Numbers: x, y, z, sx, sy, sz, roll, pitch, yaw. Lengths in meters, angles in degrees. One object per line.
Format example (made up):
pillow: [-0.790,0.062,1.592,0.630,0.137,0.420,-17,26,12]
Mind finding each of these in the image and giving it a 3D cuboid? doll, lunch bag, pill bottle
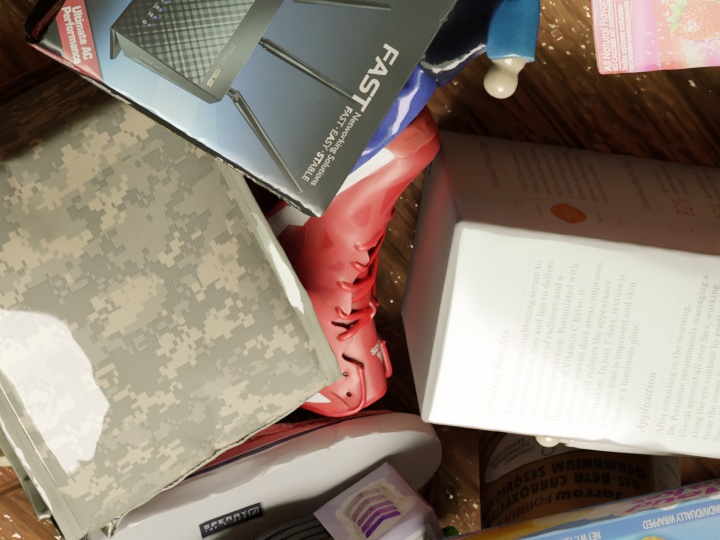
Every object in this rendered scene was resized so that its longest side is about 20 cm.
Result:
doll: [0.020,-0.126,1.199,0.200,0.048,0.136,-42,80,15]
lunch bag: [-0.120,0.014,1.222,0.164,0.118,0.200,-31,112,-11]
pill bottle: [0.123,0.155,1.402,0.114,0.200,0.114,0,134,0]

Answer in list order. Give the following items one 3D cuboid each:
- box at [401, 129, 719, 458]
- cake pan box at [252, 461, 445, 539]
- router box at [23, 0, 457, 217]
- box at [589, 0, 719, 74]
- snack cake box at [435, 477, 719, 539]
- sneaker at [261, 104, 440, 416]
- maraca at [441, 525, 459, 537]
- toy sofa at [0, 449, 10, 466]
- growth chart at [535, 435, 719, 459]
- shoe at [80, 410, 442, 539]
box: [0.130,0.013,1.274,0.200,0.152,0.106,7,110,-5]
cake pan box: [-0.022,0.218,1.360,0.184,0.052,0.200,-36,136,-11]
router box: [-0.033,-0.146,1.120,0.150,0.062,0.200,31,93,-19]
box: [0.142,-0.194,1.120,0.095,0.103,0.200,-5,136,6]
snack cake box: [0.134,0.174,1.262,0.200,0.067,0.115,-14,91,11]
sneaker: [0.000,0.000,1.310,0.116,0.078,0.200,49,137,-4]
maraca: [-0.014,0.213,1.517,0.200,0.137,0.107,-32,104,31]
toy sofa: [-0.168,0.011,1.348,0.098,0.083,0.200,-5,135,8]
growth chart: [0.115,0.064,1.337,0.145,0.200,0.018,5,103,-17]
shoe: [-0.063,0.098,1.357,0.200,0.091,0.071,-17,135,-14]
